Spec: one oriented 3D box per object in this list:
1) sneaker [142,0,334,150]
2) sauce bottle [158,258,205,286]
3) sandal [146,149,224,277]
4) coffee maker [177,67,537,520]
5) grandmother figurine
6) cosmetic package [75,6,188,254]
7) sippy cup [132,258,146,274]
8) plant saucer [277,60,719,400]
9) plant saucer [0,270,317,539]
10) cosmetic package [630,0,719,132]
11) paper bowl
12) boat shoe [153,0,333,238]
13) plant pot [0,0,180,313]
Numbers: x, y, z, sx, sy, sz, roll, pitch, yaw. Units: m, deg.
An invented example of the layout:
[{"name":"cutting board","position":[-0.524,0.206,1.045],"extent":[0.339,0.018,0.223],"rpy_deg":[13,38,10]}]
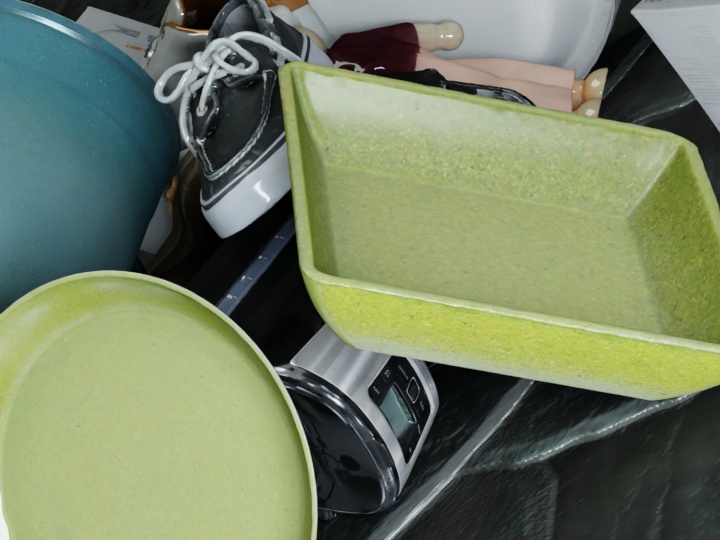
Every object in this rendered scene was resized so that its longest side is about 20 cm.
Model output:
[{"name":"sneaker","position":[-0.094,-0.116,1.619],"extent":[0.200,0.085,0.073],"rpy_deg":[-21,10,41]},{"name":"sauce bottle","position":[-0.103,0.034,1.595],"extent":[0.200,0.065,0.065],"rpy_deg":[-36,14,48]},{"name":"sandal","position":[-0.078,-0.038,1.593],"extent":[0.080,0.054,0.200],"rpy_deg":[-10,-23,-12]},{"name":"coffee maker","position":[-0.011,0.014,1.390],"extent":[0.200,0.135,0.192],"rpy_deg":[-51,18,-30]},{"name":"grandmother figurine","position":[0.025,-0.094,1.506],"extent":[0.121,0.199,0.061],"rpy_deg":[-67,-11,-66]},{"name":"cosmetic package","position":[-0.109,-0.075,1.740],"extent":[0.151,0.199,0.052],"rpy_deg":[-59,-18,-44]},{"name":"sippy cup","position":[-0.202,-0.001,1.821],"extent":[0.178,0.130,0.139],"rpy_deg":[-48,17,-24]},{"name":"plant saucer","position":[0.060,-0.011,1.246],"extent":[0.200,0.199,0.048],"rpy_deg":[-98,21,-59]},{"name":"plant saucer","position":[-0.100,0.098,1.297],"extent":[0.200,0.201,0.031],"rpy_deg":[-31,-8,26]},{"name":"cosmetic package","position":[0.208,-0.106,1.314],"extent":[0.051,0.083,0.200],"rpy_deg":[-42,17,-16]},{"name":"paper bowl","position":[0.046,-0.166,1.600],"extent":[0.200,0.201,0.104],"rpy_deg":[-30,20,27]},{"name":"boat shoe","position":[-0.056,-0.082,1.375],"extent":[0.073,0.068,0.200],"rpy_deg":[-36,17,22]},{"name":"plant pot","position":[-0.209,-0.010,1.501],"extent":[0.200,0.200,0.189],"rpy_deg":[-23,44,42]}]
